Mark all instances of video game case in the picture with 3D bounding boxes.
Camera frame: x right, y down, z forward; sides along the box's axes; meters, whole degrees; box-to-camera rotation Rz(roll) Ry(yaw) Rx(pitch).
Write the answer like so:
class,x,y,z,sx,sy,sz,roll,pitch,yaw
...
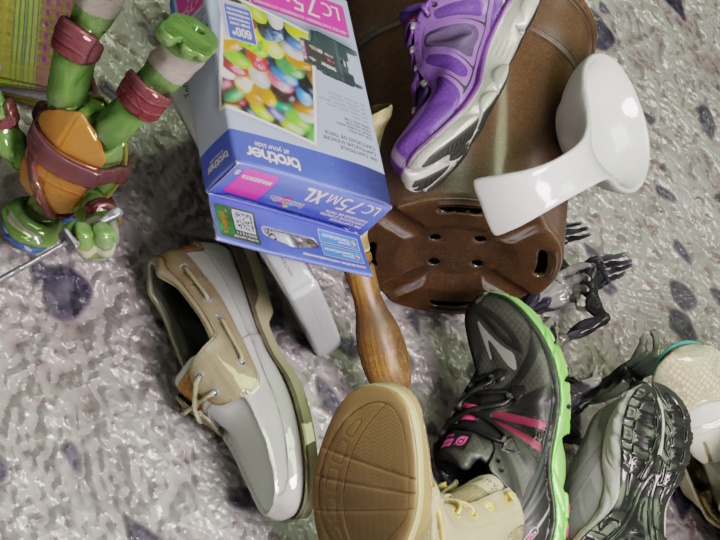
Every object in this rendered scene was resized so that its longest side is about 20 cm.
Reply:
class,x,y,z,sx,sy,sz,roll,pitch,yaw
video game case,-0.071,-0.042,1.467,0.182,0.024,0.200,60,-3,13

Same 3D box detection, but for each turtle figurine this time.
class,x,y,z,sx,sy,sz,roll,pitch,yaw
turtle figurine,-0.185,-0.081,1.334,0.200,0.194,0.144,14,30,-41

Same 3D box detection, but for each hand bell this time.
class,x,y,z,sx,sy,sz,roll,pitch,yaw
hand bell,0.000,0.000,1.505,0.104,0.104,0.200,-27,103,-52

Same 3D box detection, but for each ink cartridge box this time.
class,x,y,z,sx,sy,sz,roll,pitch,yaw
ink cartridge box,-0.047,-0.096,1.388,0.119,0.042,0.200,15,51,-35

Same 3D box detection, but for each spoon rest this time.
class,x,y,z,sx,sy,sz,roll,pitch,yaw
spoon rest,0.150,-0.082,1.532,0.200,0.061,0.100,-39,111,-50

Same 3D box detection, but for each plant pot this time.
class,x,y,z,sx,sy,sz,roll,pitch,yaw
plant pot,0.069,-0.090,1.625,0.200,0.200,0.199,25,52,-29

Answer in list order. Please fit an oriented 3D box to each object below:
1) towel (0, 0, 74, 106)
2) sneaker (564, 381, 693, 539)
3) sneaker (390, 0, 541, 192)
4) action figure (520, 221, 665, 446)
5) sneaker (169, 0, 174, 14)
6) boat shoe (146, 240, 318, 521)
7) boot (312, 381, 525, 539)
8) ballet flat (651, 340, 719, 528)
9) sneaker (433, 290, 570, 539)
class,x,y,z,sx,sy,sz,roll,pitch,yaw
towel,-0.238,-0.210,1.474,0.143,0.023,0.200,7,82,-39
sneaker,0.170,0.176,1.570,0.074,0.079,0.200,31,64,-19
sneaker,0.055,-0.135,1.506,0.083,0.081,0.200,25,54,-1
action figure,0.155,0.045,1.659,0.119,0.102,0.200,43,35,-27
sneaker,-0.075,-0.125,1.582,0.200,0.074,0.082,58,18,24
boat shoe,-0.083,0.071,1.427,0.068,0.075,0.200,-3,54,-27
boot,0.042,0.146,1.418,0.155,0.073,0.200,-27,119,-54
ballet flat,0.258,0.123,1.648,0.062,0.067,0.200,64,1,38
sneaker,0.093,0.108,1.539,0.084,0.077,0.200,6,70,-30
